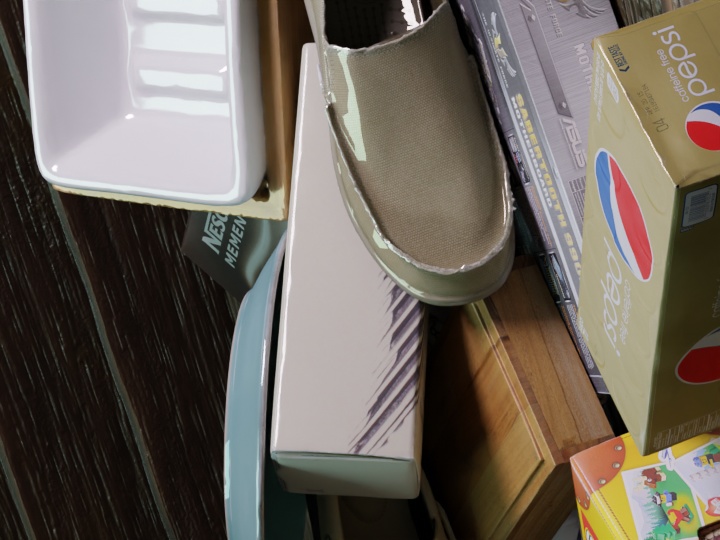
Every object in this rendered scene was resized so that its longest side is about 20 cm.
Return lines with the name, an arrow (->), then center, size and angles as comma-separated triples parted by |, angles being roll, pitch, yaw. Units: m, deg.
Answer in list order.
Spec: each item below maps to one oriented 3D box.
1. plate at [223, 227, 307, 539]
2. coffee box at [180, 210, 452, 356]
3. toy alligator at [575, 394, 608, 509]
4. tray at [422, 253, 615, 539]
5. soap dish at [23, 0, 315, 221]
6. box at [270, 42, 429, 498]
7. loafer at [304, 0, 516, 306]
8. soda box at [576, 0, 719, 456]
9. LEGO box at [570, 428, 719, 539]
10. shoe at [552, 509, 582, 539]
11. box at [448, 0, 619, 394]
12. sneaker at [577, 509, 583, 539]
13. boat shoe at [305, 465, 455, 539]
plate -> -0.045, 0.078, 1.112 | 0.200, 0.025, 0.202 | 2, -90, -86
coffee box -> 0.005, -0.002, 1.233 | 0.200, 0.080, 0.113 | 40, 144, 18
toy alligator -> 0.090, 0.110, 1.171 | 0.200, 0.059, 0.055 | 127, 153, -55
tray -> 0.061, 0.084, 1.086 | 0.200, 0.037, 0.099 | 111, 140, -61
soap dish -> -0.093, -0.134, 1.141 | 0.156, 0.081, 0.202 | 7, 108, 34
box -> 0.000, 0.000, 1.065 | 0.082, 0.068, 0.202 | 81, -169, -73
loafer -> 0.015, -0.081, 1.005 | 0.068, 0.075, 0.201 | 78, 172, -77
soda box -> 0.122, -0.012, 0.832 | 0.201, 0.064, 0.068 | 85, 163, -59
LEGO box -> 0.166, 0.178, 0.937 | 0.200, 0.077, 0.150 | -119, 12, -51
shoe -> 0.126, 0.185, 1.263 | 0.071, 0.090, 0.202 | 169, 111, -66
box -> 0.091, -0.046, 1.015 | 0.158, 0.048, 0.202 | 161, 89, -81
sneaker -> 0.126, 0.196, 1.161 | 0.076, 0.104, 0.201 | 82, 168, -62
boat shoe -> 0.016, 0.142, 1.099 | 0.063, 0.071, 0.201 | 104, 152, -62
